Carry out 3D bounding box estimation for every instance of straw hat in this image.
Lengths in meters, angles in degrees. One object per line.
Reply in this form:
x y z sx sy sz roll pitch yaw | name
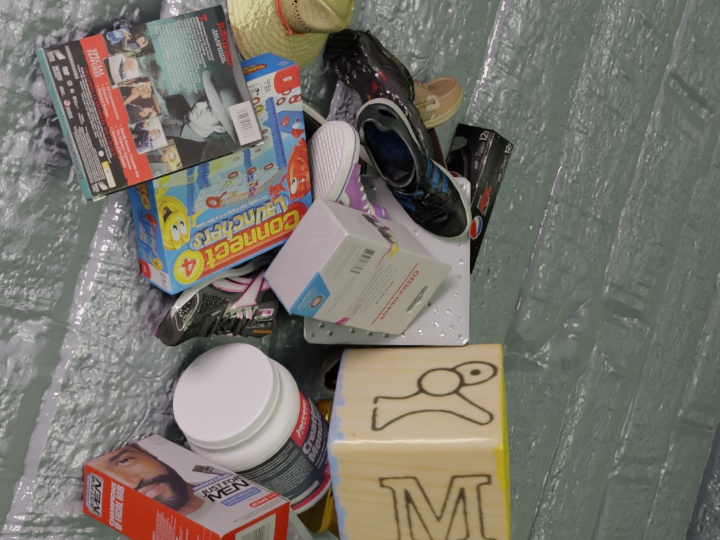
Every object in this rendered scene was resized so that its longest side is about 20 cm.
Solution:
-0.051 -0.304 1.413 0.201 0.085 0.202 -30 128 -47 | straw hat

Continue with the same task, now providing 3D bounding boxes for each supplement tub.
-0.118 0.186 1.476 0.141 0.140 0.200 -59 145 -21 | supplement tub

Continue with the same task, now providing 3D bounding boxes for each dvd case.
-0.196 -0.164 1.222 0.199 0.022 0.147 -23 99 -33 | dvd case

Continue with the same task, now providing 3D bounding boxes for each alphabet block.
0.076 0.218 1.520 0.196 0.198 0.198 -80 166 -55 | alphabet block

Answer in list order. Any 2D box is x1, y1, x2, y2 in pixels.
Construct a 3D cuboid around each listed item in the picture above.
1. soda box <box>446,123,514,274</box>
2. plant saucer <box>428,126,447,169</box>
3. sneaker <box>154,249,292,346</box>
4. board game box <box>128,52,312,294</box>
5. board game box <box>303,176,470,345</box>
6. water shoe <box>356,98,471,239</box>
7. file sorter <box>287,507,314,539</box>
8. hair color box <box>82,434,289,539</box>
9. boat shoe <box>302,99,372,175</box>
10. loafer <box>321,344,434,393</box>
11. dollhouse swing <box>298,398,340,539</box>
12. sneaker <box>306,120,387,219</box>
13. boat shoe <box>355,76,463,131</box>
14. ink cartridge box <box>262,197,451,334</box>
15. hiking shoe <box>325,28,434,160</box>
0.150 -0.102 1.825 0.071 0.063 0.201 24 83 -57 | soda box
0.096 -0.093 1.690 0.200 0.036 0.202 167 -90 -88 | plant saucer
-0.135 0.040 1.409 0.200 0.086 0.080 -32 164 -46 | sneaker
-0.147 -0.104 1.343 0.199 0.056 0.197 -27 126 -33 | board game box
0.032 -0.012 1.544 0.026 0.198 0.202 47 44 -87 | board game box
0.056 -0.102 1.466 0.200 0.071 0.079 51 25 -20 | water shoe
-0.126 0.376 1.515 0.200 0.138 0.125 64 31 -47 | file sorter
-0.185 0.247 1.344 0.111 0.199 0.064 -18 120 -52 | hair color box
-0.063 -0.156 1.466 0.200 0.074 0.060 32 97 -45 | boat shoe
0.026 0.108 1.612 0.076 0.200 0.068 44 39 -18 | loafer
0.032 0.282 1.713 0.199 0.175 0.183 2 103 -56 | dollhouse swing
-0.014 -0.089 1.461 0.114 0.073 0.201 -10 137 -32 | sneaker
0.066 -0.214 1.641 0.200 0.071 0.065 -39 126 -43 | boat shoe
0.000 0.000 1.453 0.199 0.068 0.115 16 118 -49 | ink cartridge box
0.043 -0.206 1.537 0.100 0.076 0.201 -26 88 -54 | hiking shoe
